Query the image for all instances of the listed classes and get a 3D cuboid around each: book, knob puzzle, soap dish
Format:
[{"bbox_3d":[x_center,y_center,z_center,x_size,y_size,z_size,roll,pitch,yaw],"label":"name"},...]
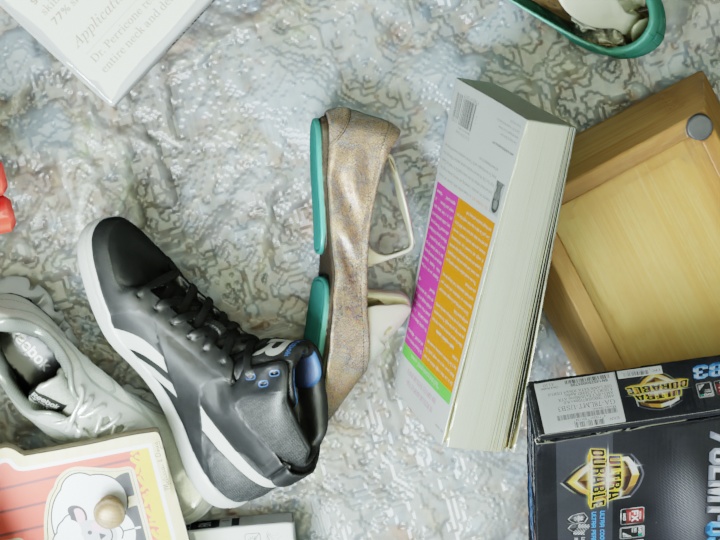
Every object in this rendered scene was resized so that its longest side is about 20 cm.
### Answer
[{"bbox_3d":[0.069,-0.006,1.641,0.048,0.134,0.201,7,103,-20],"label":"book"},{"bbox_3d":[-0.199,0.203,1.664,0.218,0.030,0.221,-1,107,-3],"label":"knob puzzle"},{"bbox_3d":[0.190,0.000,1.681,0.157,0.081,0.201,-27,95,1],"label":"soap dish"}]

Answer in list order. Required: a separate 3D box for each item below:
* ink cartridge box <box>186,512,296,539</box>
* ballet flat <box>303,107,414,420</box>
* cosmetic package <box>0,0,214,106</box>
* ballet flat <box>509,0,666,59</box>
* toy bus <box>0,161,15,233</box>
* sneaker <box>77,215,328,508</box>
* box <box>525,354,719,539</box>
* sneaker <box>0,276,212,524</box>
[{"bbox_3d":[-0.136,0.213,1.715,0.199,0.039,0.100,-5,96,-3],"label":"ink cartridge box"},{"bbox_3d":[0.000,0.000,1.685,0.067,0.068,0.201,1,98,-9],"label":"ballet flat"},{"bbox_3d":[-0.161,-0.227,1.605,0.200,0.166,0.167,44,93,-6],"label":"cosmetic package"},{"bbox_3d":[0.104,-0.194,1.663,0.199,0.070,0.068,29,95,-4],"label":"ballet flat"},{"bbox_3d":[-0.310,-0.052,1.611,0.191,0.136,0.201,-16,126,-5],"label":"toy bus"},{"bbox_3d":[-0.084,0.041,1.658,0.112,0.073,0.201,-24,99,37],"label":"sneaker"},{"bbox_3d":[0.201,0.129,1.652,0.197,0.050,0.201,-6,141,-1],"label":"box"},{"bbox_3d":[-0.171,0.089,1.681,0.200,0.081,0.075,42,92,-7],"label":"sneaker"}]
